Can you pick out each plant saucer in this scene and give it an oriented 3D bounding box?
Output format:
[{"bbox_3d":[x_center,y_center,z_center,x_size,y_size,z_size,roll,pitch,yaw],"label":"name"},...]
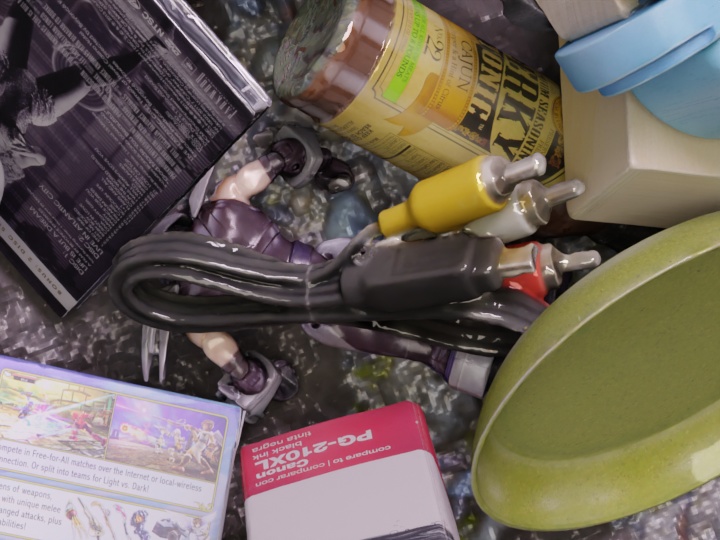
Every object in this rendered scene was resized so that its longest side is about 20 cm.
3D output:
[{"bbox_3d":[0.129,0.035,0.963,0.200,0.200,0.031,-31,60,2],"label":"plant saucer"}]

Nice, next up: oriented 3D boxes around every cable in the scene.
[{"bbox_3d":[0.000,0.000,0.957,0.199,0.097,0.050,-6,51,25],"label":"cable"}]

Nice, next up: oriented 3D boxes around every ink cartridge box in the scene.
[{"bbox_3d":[0.012,0.167,0.932,0.084,0.200,0.145,-15,115,1],"label":"ink cartridge box"}]

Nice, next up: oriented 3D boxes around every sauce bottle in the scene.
[{"bbox_3d":[0.061,-0.055,0.982,0.200,0.065,0.065,26,94,-24],"label":"sauce bottle"}]

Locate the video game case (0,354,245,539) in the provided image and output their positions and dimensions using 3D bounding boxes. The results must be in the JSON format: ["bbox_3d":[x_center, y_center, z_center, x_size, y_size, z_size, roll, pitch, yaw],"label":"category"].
[{"bbox_3d":[-0.161,0.125,0.956,0.199,0.045,0.182,14,77,-15],"label":"video game case"}]

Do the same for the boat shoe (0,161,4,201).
[{"bbox_3d":[-0.236,-0.067,0.976,0.202,0.065,0.075,31,91,29],"label":"boat shoe"}]

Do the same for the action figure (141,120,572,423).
[{"bbox_3d":[-0.013,0.009,1.011,0.199,0.069,0.131,14,100,4],"label":"action figure"}]

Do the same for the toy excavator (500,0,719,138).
[{"bbox_3d":[0.174,-0.090,0.888,0.194,0.100,0.200,-36,99,-24],"label":"toy excavator"}]

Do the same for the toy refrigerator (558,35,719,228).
[{"bbox_3d":[0.124,-0.120,0.961,0.076,0.070,0.201,4,71,-18],"label":"toy refrigerator"}]

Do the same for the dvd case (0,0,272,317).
[{"bbox_3d":[-0.130,-0.076,0.958,0.149,0.200,0.016,48,52,-1],"label":"dvd case"}]
